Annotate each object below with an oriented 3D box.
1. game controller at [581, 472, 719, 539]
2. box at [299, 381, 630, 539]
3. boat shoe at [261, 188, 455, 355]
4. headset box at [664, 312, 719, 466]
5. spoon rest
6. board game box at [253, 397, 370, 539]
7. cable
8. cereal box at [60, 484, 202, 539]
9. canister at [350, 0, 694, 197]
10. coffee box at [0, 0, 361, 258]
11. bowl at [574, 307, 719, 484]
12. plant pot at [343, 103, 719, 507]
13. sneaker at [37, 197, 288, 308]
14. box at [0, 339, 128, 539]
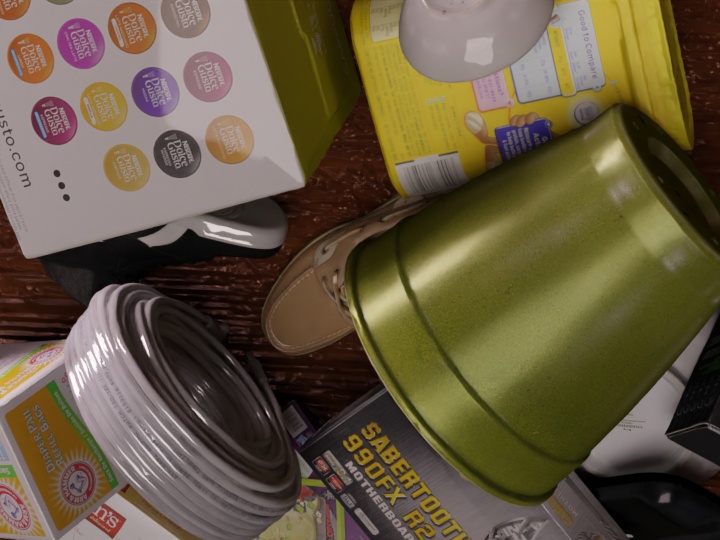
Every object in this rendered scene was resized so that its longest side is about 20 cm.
[{"bbox_3d":[0.176,0.177,1.077,0.104,0.042,0.199,39,146,-25],"label":"game controller"},{"bbox_3d":[0.072,0.160,1.054,0.201,0.048,0.158,50,134,-2],"label":"box"},{"bbox_3d":[0.000,0.000,1.083,0.200,0.065,0.071,-39,100,23],"label":"boat shoe"},{"bbox_3d":[0.314,0.066,0.971,0.173,0.093,0.201,28,78,0],"label":"headset box"},{"bbox_3d":[0.062,-0.198,0.940,0.098,0.202,0.061,-18,149,15],"label":"spoon rest"},{"bbox_3d":[-0.034,0.213,1.150,0.120,0.032,0.201,-37,82,8],"label":"board game box"},{"bbox_3d":[-0.123,0.096,1.046,0.069,0.201,0.200,-40,137,10],"label":"cable"},{"bbox_3d":[-0.208,0.260,1.225,0.143,0.040,0.201,35,115,-3],"label":"cereal box"},{"bbox_3d":[0.106,-0.134,0.993,0.198,0.087,0.150,-10,110,18],"label":"canister"},{"bbox_3d":[-0.130,-0.155,0.973,0.196,0.200,0.202,-13,109,16],"label":"coffee box"},{"bbox_3d":[0.190,0.087,1.063,0.198,0.091,0.203,4,113,10],"label":"bowl"},{"bbox_3d":[0.126,0.007,0.928,0.192,0.201,0.201,-39,100,23],"label":"plant pot"},{"bbox_3d":[-0.148,-0.015,1.112,0.198,0.073,0.113,15,118,15],"label":"sneaker"},{"bbox_3d":[-0.271,0.125,1.133,0.199,0.101,0.114,-6,113,43],"label":"box"}]
